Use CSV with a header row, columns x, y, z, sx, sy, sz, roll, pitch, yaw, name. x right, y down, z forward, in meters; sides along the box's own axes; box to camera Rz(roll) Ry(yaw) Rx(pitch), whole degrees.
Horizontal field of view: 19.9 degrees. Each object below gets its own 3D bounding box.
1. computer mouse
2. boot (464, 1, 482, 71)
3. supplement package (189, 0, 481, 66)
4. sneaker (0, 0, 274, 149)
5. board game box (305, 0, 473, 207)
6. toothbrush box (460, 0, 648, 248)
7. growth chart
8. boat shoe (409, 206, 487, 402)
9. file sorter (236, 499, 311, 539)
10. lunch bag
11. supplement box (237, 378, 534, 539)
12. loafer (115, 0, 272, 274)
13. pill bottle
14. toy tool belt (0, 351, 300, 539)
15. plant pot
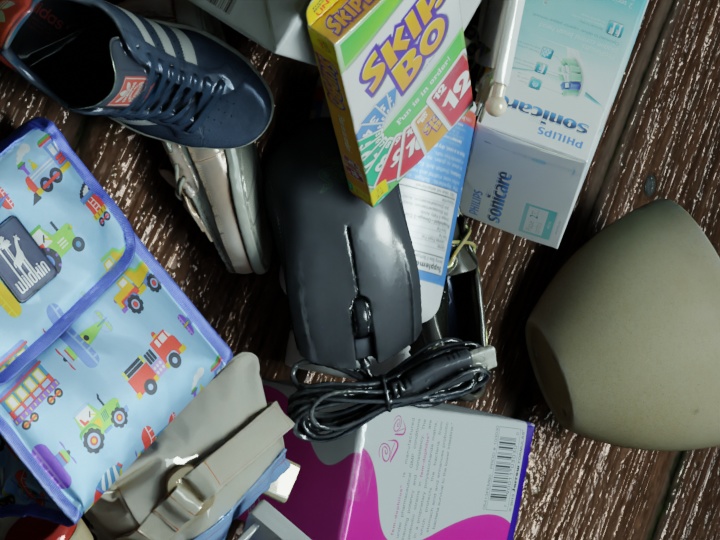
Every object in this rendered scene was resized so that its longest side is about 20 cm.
x,y,z,sx,sy,sz,roll,pitch,yaw,name
0.000,0.000,1.289,0.138,0.053,0.200,-17,94,-8,computer mouse
0.044,-0.240,1.416,0.154,0.073,0.204,29,72,-56,boot
-0.018,-0.190,1.203,0.120,0.121,0.200,-61,155,11,supplement package
-0.130,-0.109,1.163,0.200,0.085,0.075,21,108,-30,sneaker
0.020,-0.122,1.182,0.096,0.030,0.200,-46,154,-15,board game box
0.144,-0.140,1.479,0.146,0.085,0.200,99,13,-65,toothbrush box
0.093,-0.174,1.340,0.200,0.018,0.145,-89,-170,-76,growth chart
0.058,-0.002,1.482,0.072,0.061,0.201,-25,116,-46,boat shoe
-0.062,0.267,1.257,0.125,0.139,0.200,-43,165,-33,file sorter
-0.192,0.021,1.174,0.151,0.094,0.200,-48,119,-33,lunch bag
0.019,0.139,1.429,0.200,0.103,0.101,13,88,-53,supplement box
-0.104,-0.085,1.278,0.072,0.063,0.200,-82,162,-59,loafer
0.007,-0.027,1.374,0.112,0.112,0.200,13,88,-51,pill bottle
-0.117,0.148,1.248,0.200,0.125,0.123,-47,122,-34,toy tool belt
0.208,0.060,1.605,0.134,0.200,0.200,-20,118,-9,plant pot
